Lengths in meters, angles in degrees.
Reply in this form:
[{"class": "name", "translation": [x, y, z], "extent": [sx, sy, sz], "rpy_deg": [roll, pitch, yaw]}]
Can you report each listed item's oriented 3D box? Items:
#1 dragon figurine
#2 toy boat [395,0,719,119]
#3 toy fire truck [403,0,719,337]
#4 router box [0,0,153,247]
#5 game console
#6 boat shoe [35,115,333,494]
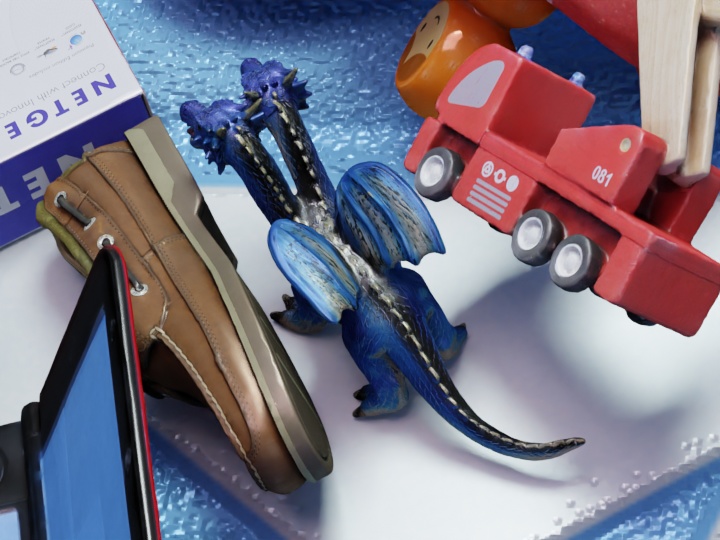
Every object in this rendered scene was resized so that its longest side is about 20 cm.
[{"class": "dragon figurine", "translation": [0.000, 0.000, 1.078], "extent": [0.059, 0.100, 0.200], "rpy_deg": [-34, 53, -11]}, {"class": "toy boat", "translation": [0.058, -0.118, 1.137], "extent": [0.200, 0.130, 0.131], "rpy_deg": [39, 104, 12]}, {"class": "toy fire truck", "translation": [0.109, -0.056, 1.012], "extent": [0.200, 0.049, 0.141], "rpy_deg": [36, 100, 51]}, {"class": "router box", "translation": [-0.206, -0.076, 1.220], "extent": [0.199, 0.049, 0.180], "rpy_deg": [-27, 52, -6]}, {"class": "game console", "translation": [-0.144, 0.115, 1.018], "extent": [0.172, 0.119, 0.201], "rpy_deg": [-14, 51, 4]}, {"class": "boat shoe", "translation": [-0.071, 0.024, 1.104], "extent": [0.068, 0.072, 0.200], "rpy_deg": [-28, 42, -2]}]
